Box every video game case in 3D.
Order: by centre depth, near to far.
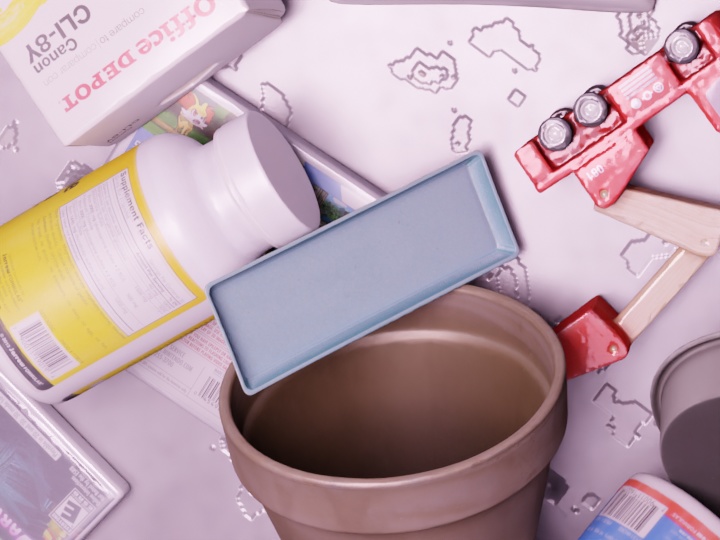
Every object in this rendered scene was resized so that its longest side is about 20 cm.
[{"bbox_3d":[-0.079,-0.002,1.813,0.200,0.022,0.182,34,105,5],"label":"video game case"},{"bbox_3d":[-0.275,0.129,1.878,0.200,0.023,0.182,45,106,1],"label":"video game case"}]

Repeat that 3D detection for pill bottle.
[{"bbox_3d":[0.141,0.225,1.725,0.112,0.112,0.200,40,81,3],"label":"pill bottle"},{"bbox_3d":[-0.128,-0.012,1.752,0.200,0.112,0.112,-29,93,15],"label":"pill bottle"}]

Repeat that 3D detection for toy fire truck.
[{"bbox_3d":[0.166,-0.043,1.737,0.200,0.049,0.141,-34,92,15],"label":"toy fire truck"}]

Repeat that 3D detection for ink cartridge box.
[{"bbox_3d":[-0.160,-0.193,1.752,0.145,0.083,0.200,-35,85,15],"label":"ink cartridge box"}]

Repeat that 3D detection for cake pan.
[{"bbox_3d":[0.258,0.105,1.686,0.200,0.037,0.200,14,146,10],"label":"cake pan"}]

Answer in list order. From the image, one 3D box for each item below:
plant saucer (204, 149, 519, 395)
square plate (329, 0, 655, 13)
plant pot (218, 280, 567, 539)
[{"bbox_3d":[0.000,0.000,1.728,0.200,0.019,0.070,-27,102,-26],"label":"plant saucer"},{"bbox_3d":[0.074,-0.251,1.730,0.200,0.028,0.199,3,101,11],"label":"square plate"},{"bbox_3d":[0.027,0.132,1.734,0.200,0.200,0.174,0,123,12],"label":"plant pot"}]
